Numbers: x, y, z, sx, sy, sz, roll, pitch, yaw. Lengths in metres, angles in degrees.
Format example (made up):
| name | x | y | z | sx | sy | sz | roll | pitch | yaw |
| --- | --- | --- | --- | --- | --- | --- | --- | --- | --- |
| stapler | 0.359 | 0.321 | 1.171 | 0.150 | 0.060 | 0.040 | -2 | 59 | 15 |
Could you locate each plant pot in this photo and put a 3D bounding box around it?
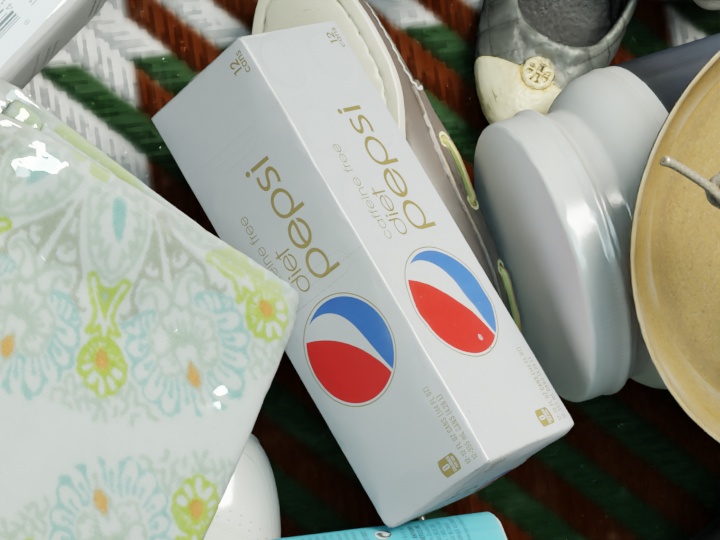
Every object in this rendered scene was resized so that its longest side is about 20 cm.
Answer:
| name | x | y | z | sx | sy | sz | roll | pitch | yaw |
| --- | --- | --- | --- | --- | --- | --- | --- | --- | --- |
| plant pot | 0.195 | -0.017 | 1.024 | 0.199 | 0.027 | 0.201 | -4 | 104 | -16 |

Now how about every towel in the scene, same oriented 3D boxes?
| name | x | y | z | sx | sy | sz | roll | pitch | yaw |
| --- | --- | --- | --- | --- | --- | --- | --- | --- | --- |
| towel | -0.121 | 0.052 | 0.956 | 0.171 | 0.048 | 0.201 | 35 | 67 | -28 |

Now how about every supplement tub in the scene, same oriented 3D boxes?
| name | x | y | z | sx | sy | sz | roll | pitch | yaw |
| --- | --- | --- | --- | --- | --- | --- | --- | --- | --- |
| supplement tub | 0.163 | -0.032 | 1.100 | 0.199 | 0.140 | 0.141 | -18 | 86 | -13 |

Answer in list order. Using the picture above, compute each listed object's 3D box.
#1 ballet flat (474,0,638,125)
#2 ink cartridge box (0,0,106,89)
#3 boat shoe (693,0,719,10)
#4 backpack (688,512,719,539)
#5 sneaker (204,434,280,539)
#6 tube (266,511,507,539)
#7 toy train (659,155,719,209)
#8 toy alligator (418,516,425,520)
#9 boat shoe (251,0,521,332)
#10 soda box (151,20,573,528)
| name | x | y | z | sx | sy | sz | roll | pitch | yaw |
| --- | --- | --- | --- | --- | --- | --- | --- | --- | --- |
| ballet flat | 0.106 | -0.149 | 1.147 | 0.066 | 0.057 | 0.201 | 29 | 78 | -7 |
| ink cartridge box | -0.219 | -0.100 | 1.060 | 0.145 | 0.088 | 0.200 | 42 | 75 | -3 |
| boat shoe | 0.163 | -0.146 | 1.113 | 0.200 | 0.074 | 0.069 | 12 | 92 | -47 |
| backpack | 0.236 | 0.152 | 1.070 | 0.200 | 0.183 | 0.147 | -30 | 110 | -6 |
| sneaker | -0.073 | 0.159 | 1.058 | 0.076 | 0.081 | 0.201 | 15 | 78 | -7 |
| tube | -0.038 | 0.137 | 1.019 | 0.199 | 0.050 | 0.078 | -8 | 59 | -14 |
| toy train | 0.217 | -0.042 | 0.972 | 0.200 | 0.085 | 0.116 | 31 | 82 | -22 |
| toy alligator | 0.049 | 0.163 | 1.097 | 0.054 | 0.059 | 0.200 | -37 | 91 | 27 |
| boat shoe | 0.013 | -0.038 | 1.111 | 0.072 | 0.059 | 0.201 | -26 | 83 | 31 |
| soda box | 0.000 | 0.000 | 1.047 | 0.068 | 0.064 | 0.200 | -17 | 72 | -53 |
